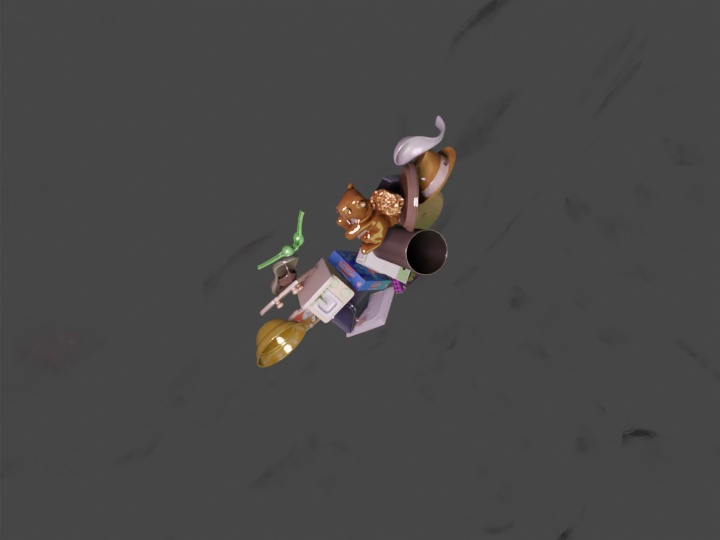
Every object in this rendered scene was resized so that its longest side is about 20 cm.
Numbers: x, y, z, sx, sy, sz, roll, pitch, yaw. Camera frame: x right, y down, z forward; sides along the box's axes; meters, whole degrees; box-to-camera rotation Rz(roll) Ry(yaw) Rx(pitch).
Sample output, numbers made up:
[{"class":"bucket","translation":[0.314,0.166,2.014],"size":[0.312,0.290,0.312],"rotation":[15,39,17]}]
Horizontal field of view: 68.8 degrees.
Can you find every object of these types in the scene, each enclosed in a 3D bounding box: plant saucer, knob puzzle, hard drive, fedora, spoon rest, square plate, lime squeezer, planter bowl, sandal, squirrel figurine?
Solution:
[{"class":"plant saucer","translation":[0.135,-0.210,1.510],"size":[0.029,0.201,0.200],"rotation":[-2,149,-5]},{"class":"knob puzzle","translation":[-0.221,0.077,1.559],"size":[0.219,0.030,0.220],"rotation":[-40,-178,2]},{"class":"hard drive","translation":[0.109,-0.243,1.653],"size":[0.200,0.042,0.135],"rotation":[-15,144,-52]},{"class":"knob puzzle","translation":[-0.211,0.195,1.866],"size":[0.219,0.030,0.220],"rotation":[-38,158,-18]},{"class":"fedora","translation":[0.197,-0.296,1.565],"size":[0.201,0.082,0.201],"rotation":[-50,-158,29]},{"class":"spoon rest","translation":[0.173,-0.370,1.512],"size":[0.200,0.061,0.100],"rotation":[-39,158,-19]},{"class":"square plate","translation":[0.035,0.155,2.055],"size":[0.199,0.028,0.199],"rotation":[-24,-149,37]},{"class":"lime squeezer","translation":[-0.194,-0.069,1.419],"size":[0.200,0.038,0.071],"rotation":[-49,159,13]},{"class":"planter bowl","translation":[-0.280,0.218,1.728],"size":[0.200,0.083,0.201],"rotation":[-37,157,-18]},{"class":"sandal","translation":[-0.210,0.018,1.509],"size":[0.080,0.057,0.201],"rotation":[-27,158,-27]},{"class":"squirrel figurine","translation":[0.023,-0.174,1.498],"size":[0.199,0.142,0.187],"rotation":[-28,141,3]}]

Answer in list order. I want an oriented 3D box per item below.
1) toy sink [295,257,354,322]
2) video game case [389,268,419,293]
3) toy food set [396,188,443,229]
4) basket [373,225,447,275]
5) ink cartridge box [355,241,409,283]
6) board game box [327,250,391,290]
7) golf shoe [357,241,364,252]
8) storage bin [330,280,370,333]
[{"class":"toy sink","translation":[-0.105,0.067,1.593],"size":[0.130,0.112,0.200],"rotation":[-47,-160,4]},{"class":"video game case","translation":[0.149,-0.047,1.883],"size":[0.036,0.201,0.181],"rotation":[-5,-160,36]},{"class":"toy food set","translation":[0.195,-0.196,1.732],"size":[0.200,0.049,0.198],"rotation":[-38,150,-6]},{"class":"basket","translation":[0.137,-0.073,1.631],"size":[0.180,0.200,0.137],"rotation":[9,96,-41]},{"class":"ink cartridge box","translation":[0.093,-0.057,1.759],"size":[0.199,0.048,0.146],"rotation":[26,81,-37]},{"class":"board game box","translation":[0.000,0.000,1.749],"size":[0.045,0.152,0.200],"rotation":[-52,159,17]},{"class":"golf shoe","translation":[0.063,-0.062,1.837],"size":[0.073,0.092,0.200],"rotation":[-47,158,15]},{"class":"storage bin","translation":[-0.029,0.125,1.970],"size":[0.134,0.145,0.200],"rotation":[-46,162,-27]}]
